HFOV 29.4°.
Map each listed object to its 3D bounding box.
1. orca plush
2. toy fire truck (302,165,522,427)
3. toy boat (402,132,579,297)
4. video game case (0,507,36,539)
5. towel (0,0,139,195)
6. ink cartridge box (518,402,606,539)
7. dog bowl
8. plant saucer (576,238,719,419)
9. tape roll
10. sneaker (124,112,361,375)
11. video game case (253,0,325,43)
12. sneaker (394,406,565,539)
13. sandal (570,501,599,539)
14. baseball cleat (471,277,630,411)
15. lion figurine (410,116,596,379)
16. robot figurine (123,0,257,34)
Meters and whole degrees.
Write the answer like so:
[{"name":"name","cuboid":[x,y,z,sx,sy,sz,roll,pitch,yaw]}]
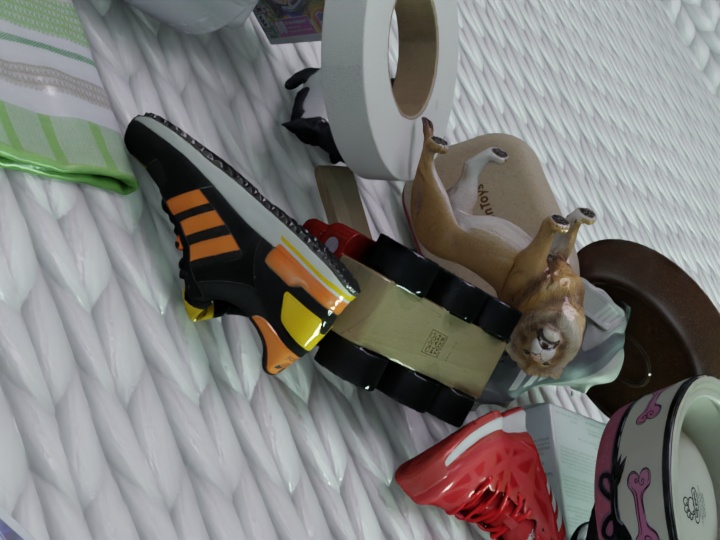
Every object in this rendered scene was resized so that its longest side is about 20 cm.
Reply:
[{"name":"orca plush","cuboid":[-0.010,-0.120,1.138,0.200,0.104,0.072,-90,175,-65]},{"name":"toy fire truck","cuboid":[0.000,0.000,0.992,0.199,0.130,0.175,30,2,40]},{"name":"toy boat","cuboid":[0.118,-0.013,1.223,0.131,0.129,0.202,73,0,-60]},{"name":"video game case","cuboid":[-0.145,0.189,0.594,0.200,0.018,0.144,48,27,-20]},{"name":"towel","cuboid":[-0.211,-0.147,0.845,0.149,0.031,0.202,8,54,-58]},{"name":"ink cartridge box","cuboid":[0.189,0.225,1.161,0.160,0.047,0.202,24,57,-51]},{"name":"dog bowl","cuboid":[0.248,0.184,1.057,0.199,0.073,0.203,20,64,-51]},{"name":"plant saucer","cuboid":[0.239,0.070,1.190,0.034,0.200,0.201,-30,87,-29]},{"name":"tape roll","cuboid":[0.027,-0.170,1.053,0.202,0.037,0.205,5,90,-68]},{"name":"sneaker","cuboid":[-0.096,-0.018,0.866,0.200,0.090,0.070,39,2,22]},{"name":"video game case","cuboid":[-0.083,-0.271,1.074,0.143,0.018,0.201,13,-44,61]},{"name":"sneaker","cuboid":[0.103,0.168,1.007,0.116,0.078,0.199,61,26,10]},{"name":"sandal","cuboid":[0.174,0.241,1.049,0.075,0.048,0.202,51,49,-33]},{"name":"baseball cleat","cuboid":[0.135,0.053,1.104,0.198,0.108,0.070,-6,24,-36]},{"name":"lion figurine","cuboid":[0.100,-0.017,1.047,0.200,0.123,0.072,41,35,22]},{"name":"robot figurine","cuboid":[-0.139,-0.240,0.974,0.169,0.114,0.200,33,5,31]}]
